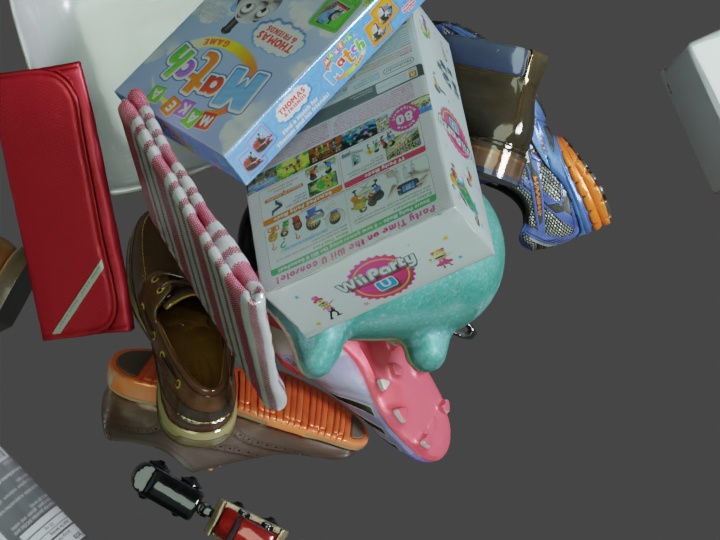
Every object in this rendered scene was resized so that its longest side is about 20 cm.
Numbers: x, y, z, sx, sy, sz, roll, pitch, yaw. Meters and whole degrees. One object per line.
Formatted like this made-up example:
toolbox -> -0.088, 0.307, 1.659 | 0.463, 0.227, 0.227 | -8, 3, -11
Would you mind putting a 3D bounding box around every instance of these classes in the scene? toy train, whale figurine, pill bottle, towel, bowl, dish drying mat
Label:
toy train -> -0.081, 0.196, 1.618 | 0.200, 0.046, 0.034 | 28, 88, 1
whale figurine -> 0.023, -0.001, 1.545 | 0.200, 0.104, 0.159 | -30, 93, -40
pill bottle -> -0.262, 0.212, 1.583 | 0.116, 0.116, 0.200 | -43, 88, -2
towel -> -0.102, -0.014, 1.478 | 0.030, 0.146, 0.200 | -28, 61, -10
bowl -> -0.144, -0.166, 1.620 | 0.199, 0.075, 0.200 | -21, 87, -1
dish drying mat -> -0.218, -0.049, 1.580 | 0.077, 0.018, 0.200 | -6, 103, 21

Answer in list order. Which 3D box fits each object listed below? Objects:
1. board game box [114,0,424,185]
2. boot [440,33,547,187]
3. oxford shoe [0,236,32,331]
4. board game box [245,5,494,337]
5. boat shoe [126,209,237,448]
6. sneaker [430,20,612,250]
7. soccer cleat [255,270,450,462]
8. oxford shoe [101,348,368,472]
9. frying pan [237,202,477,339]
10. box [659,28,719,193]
board game box -> -0.058, -0.163, 1.513 | 0.200, 0.151, 0.037 | -48, 131, -10
boot -> 0.051, -0.130, 1.588 | 0.200, 0.075, 0.097 | 20, 90, 36
oxford shoe -> -0.317, 0.060, 1.617 | 0.071, 0.071, 0.200 | 28, 77, 6
board game box -> -0.002, -0.073, 1.481 | 0.147, 0.064, 0.200 | -24, 48, 17
boat shoe -> -0.124, 0.030, 1.578 | 0.072, 0.068, 0.200 | -4, 54, -16
sneaker -> 0.105, -0.100, 1.619 | 0.078, 0.075, 0.200 | -35, 86, 2
soccer cleat -> -0.011, 0.070, 1.613 | 0.200, 0.076, 0.067 | 46, 49, -20
oxford shoe -> -0.095, 0.115, 1.622 | 0.200, 0.071, 0.073 | 14, 115, -2
frying pan -> 0.001, -0.017, 1.633 | 0.190, 0.031, 0.115 | 8, 96, -10
box -> 0.336, -0.147, 1.580 | 0.200, 0.152, 0.106 | -25, 89, 0
